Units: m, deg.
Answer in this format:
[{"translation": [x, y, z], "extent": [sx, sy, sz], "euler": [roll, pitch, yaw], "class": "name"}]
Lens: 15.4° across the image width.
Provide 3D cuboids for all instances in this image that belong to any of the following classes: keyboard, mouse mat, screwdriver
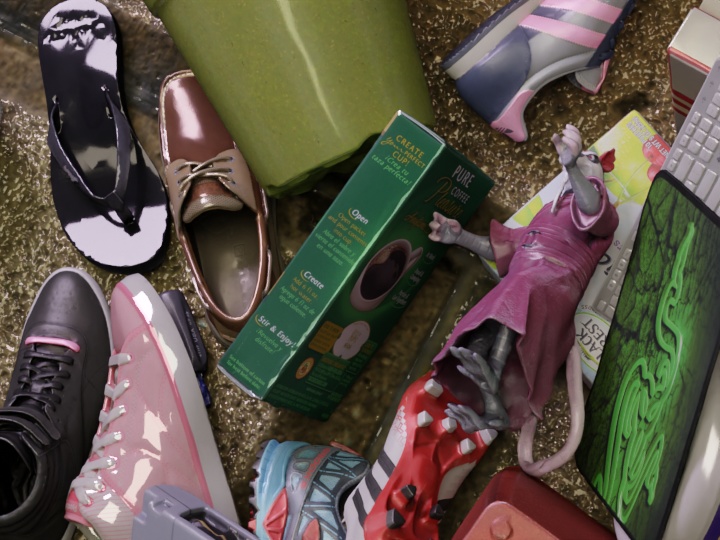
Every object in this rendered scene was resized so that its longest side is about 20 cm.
[{"translation": [0.202, -0.037, 1.637], "extent": [0.056, 0.011, 0.201], "euler": [39, 127, 21], "class": "keyboard"}, {"translation": [0.175, 0.053, 1.589], "extent": [0.007, 0.161, 0.201], "euler": [9, 106, -16], "class": "mouse mat"}, {"translation": [-0.099, 0.108, 1.770], "extent": [0.028, 0.029, 0.201], "euler": [-19, 82, 4], "class": "screwdriver"}]

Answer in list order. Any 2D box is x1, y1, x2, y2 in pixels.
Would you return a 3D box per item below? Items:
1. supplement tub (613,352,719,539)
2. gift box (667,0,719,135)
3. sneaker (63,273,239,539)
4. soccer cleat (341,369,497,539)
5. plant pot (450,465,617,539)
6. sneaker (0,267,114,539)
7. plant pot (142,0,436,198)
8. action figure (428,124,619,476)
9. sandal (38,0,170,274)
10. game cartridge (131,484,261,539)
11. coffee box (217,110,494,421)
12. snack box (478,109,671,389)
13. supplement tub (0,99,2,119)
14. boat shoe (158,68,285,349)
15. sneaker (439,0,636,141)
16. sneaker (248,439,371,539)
[{"translation": [0.268, 0.133, 1.612], "extent": [0.199, 0.145, 0.147], "euler": [15, 79, -13], "class": "supplement tub"}, {"translation": [0.307, -0.125, 1.672], "extent": [0.199, 0.185, 0.187], "euler": [30, 81, 21], "class": "gift box"}, {"translation": [-0.151, 0.109, 1.722], "extent": [0.104, 0.075, 0.202], "euler": [-17, 90, -14], "class": "sneaker"}, {"translation": [0.029, 0.134, 1.682], "extent": [0.069, 0.200, 0.085], "euler": [41, 126, -13], "class": "soccer cleat"}, {"translation": [0.107, 0.240, 1.623], "extent": [0.199, 0.176, 0.201], "euler": [35, 84, 14], "class": "plant pot"}, {"translation": [-0.209, 0.088, 1.748], "extent": [0.070, 0.099, 0.202], "euler": [6, 77, 12], "class": "sneaker"}, {"translation": [-0.041, -0.156, 1.746], "extent": [0.199, 0.200, 0.191], "euler": [-22, 86, 3], "class": "plant pot"}, {"translation": [0.123, 0.003, 1.659], "extent": [0.149, 0.134, 0.201], "euler": [41, 60, -16], "class": "action figure"}, {"translation": [-0.183, -0.091, 1.814], "extent": [0.076, 0.043, 0.201], "euler": [-18, 75, 5], "class": "sandal"}, {"translation": [-0.073, 0.230, 1.631], "extent": [0.199, 0.040, 0.134], "euler": [29, 117, 42], "class": "game cartridge"}, {"translation": [0.000, 0.000, 1.711], "extent": [0.044, 0.123, 0.201], "euler": [37, 95, 22], "class": "coffee box"}, {"translation": [0.192, 0.018, 1.724], "extent": [0.142, 0.053, 0.200], "euler": [-42, 74, 0], "class": "snack box"}, {"translation": [-0.350, -0.149, 1.810], "extent": [0.132, 0.132, 0.200], "euler": [-41, 75, -2], "class": "supplement tub"}, {"translation": [-0.092, -0.046, 1.774], "extent": [0.075, 0.072, 0.201], "euler": [-20, 75, 4], "class": "boat shoe"}, {"translation": [0.152, -0.166, 1.776], "extent": [0.199, 0.070, 0.082], "euler": [-36, 95, -1], "class": "sneaker"}, {"translation": [-0.025, 0.206, 1.702], "extent": [0.095, 0.079, 0.202], "euler": [-1, 77, 7], "class": "sneaker"}]
